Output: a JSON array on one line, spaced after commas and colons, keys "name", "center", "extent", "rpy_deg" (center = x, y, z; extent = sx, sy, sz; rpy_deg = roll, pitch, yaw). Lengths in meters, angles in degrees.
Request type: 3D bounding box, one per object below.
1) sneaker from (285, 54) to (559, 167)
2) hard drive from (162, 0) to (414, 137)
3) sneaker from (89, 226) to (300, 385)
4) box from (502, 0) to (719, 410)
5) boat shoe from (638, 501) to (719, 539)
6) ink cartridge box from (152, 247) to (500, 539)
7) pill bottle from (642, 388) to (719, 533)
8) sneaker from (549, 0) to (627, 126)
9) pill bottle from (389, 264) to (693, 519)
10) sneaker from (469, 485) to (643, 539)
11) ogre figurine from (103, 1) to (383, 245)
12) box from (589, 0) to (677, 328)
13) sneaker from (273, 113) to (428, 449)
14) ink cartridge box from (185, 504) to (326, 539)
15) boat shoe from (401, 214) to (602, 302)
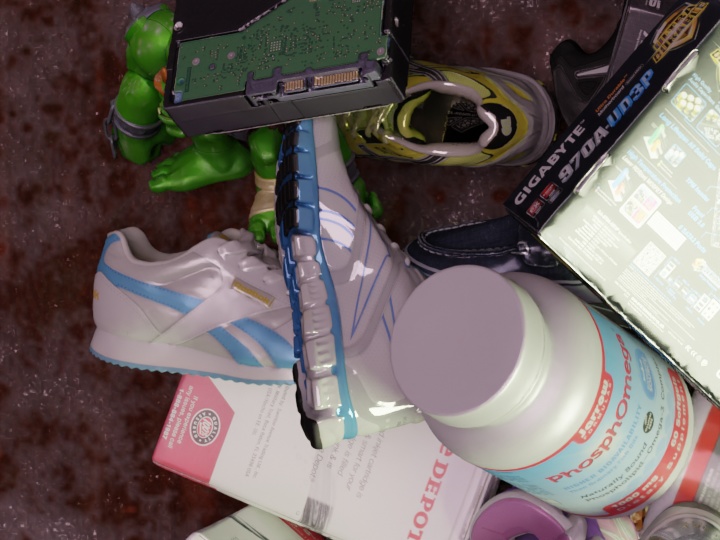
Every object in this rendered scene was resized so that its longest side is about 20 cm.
[{"name": "sneaker", "center": [0.017, -0.102, 1.666], "extent": [0.199, 0.076, 0.076], "rpy_deg": [3, 93, 24]}, {"name": "hard drive", "center": [-0.035, -0.176, 1.573], "extent": [0.139, 0.038, 0.201], "rpy_deg": [-9, 57, 21]}, {"name": "sneaker", "center": [-0.062, 0.020, 1.607], "extent": [0.199, 0.077, 0.081], "rpy_deg": [5, 100, 11]}, {"name": "box", "center": [0.196, -0.031, 1.506], "extent": [0.159, 0.046, 0.200], "rpy_deg": [-49, 122, 1]}, {"name": "boat shoe", "center": [0.149, 0.225, 1.575], "extent": [0.074, 0.065, 0.202], "rpy_deg": [34, 110, 5]}, {"name": "ink cartridge box", "center": [-0.004, 0.085, 1.680], "extent": [0.199, 0.085, 0.146], "rpy_deg": [22, 95, 12]}, {"name": "pill bottle", "center": [0.275, 0.142, 1.611], "extent": [0.199, 0.116, 0.116], "rpy_deg": [22, 95, 9]}, {"name": "sneaker", "center": [0.199, -0.142, 1.643], "extent": [0.199, 0.066, 0.091], "rpy_deg": [-26, 89, 13]}, {"name": "pill bottle", "center": [0.098, 0.065, 1.513], "extent": [0.108, 0.200, 0.109], "rpy_deg": [-10, 69, 27]}, {"name": "sneaker", "center": [0.150, 0.191, 1.657], "extent": [0.080, 0.089, 0.200], "rpy_deg": [-27, 108, 32]}, {"name": "ogre figurine", "center": [-0.080, -0.095, 1.653], "extent": [0.098, 0.200, 0.120], "rpy_deg": [-25, 126, -21]}, {"name": "box", "center": [0.207, -0.054, 1.606], "extent": [0.157, 0.048, 0.201], "rpy_deg": [15, 118, 2]}, {"name": "sneaker", "center": [0.000, 0.000, 1.552], "extent": [0.086, 0.075, 0.201], "rpy_deg": [-5, 76, -10]}, {"name": "ink cartridge box", "center": [-0.090, 0.221, 1.640], "extent": [0.084, 0.200, 0.145], "rpy_deg": [42, 98, 7]}, {"name": "boat shoe", "center": [0.120, -0.032, 1.570], "extent": [0.199, 0.071, 0.091], "rpy_deg": [-1, 116, 2]}]
